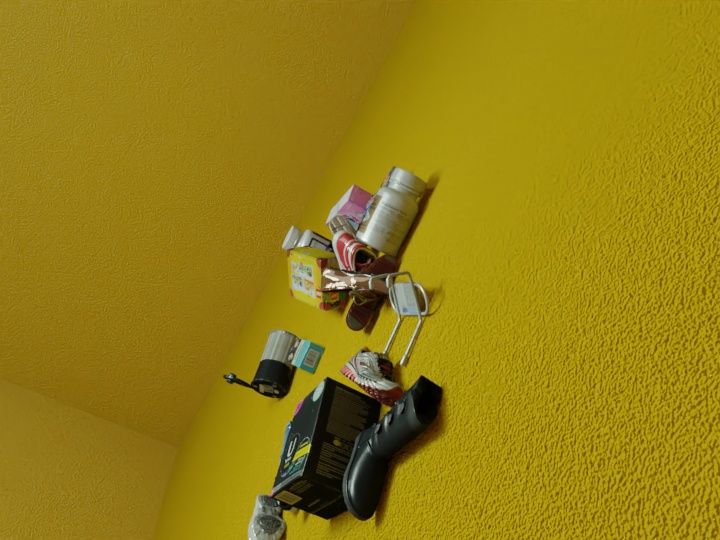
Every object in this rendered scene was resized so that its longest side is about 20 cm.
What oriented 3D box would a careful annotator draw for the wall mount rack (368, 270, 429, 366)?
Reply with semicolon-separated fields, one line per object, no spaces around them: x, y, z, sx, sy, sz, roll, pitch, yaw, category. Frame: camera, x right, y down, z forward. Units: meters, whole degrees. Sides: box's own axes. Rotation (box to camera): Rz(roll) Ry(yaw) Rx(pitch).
0.074;0.092;1.201;0.200;0.074;0.175;169;88;-73;wall mount rack

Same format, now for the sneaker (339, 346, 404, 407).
0.027;0.193;1.145;0.082;0.078;0.200;-53;25;-7;sneaker

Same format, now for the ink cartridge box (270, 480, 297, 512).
-0.152;0.448;1.427;0.200;0.043;0.200;-68;14;-15;ink cartridge box

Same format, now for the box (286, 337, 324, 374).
-0.167;0.252;1.799;0.083;0.049;0.200;-66;15;-10;box

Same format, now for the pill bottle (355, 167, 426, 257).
0.079;-0.143;1.484;0.201;0.114;0.114;-63;14;2;pill bottle

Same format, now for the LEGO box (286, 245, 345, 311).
-0.131;0.019;1.759;0.199;0.077;0.150;18;115;52;LEGO box

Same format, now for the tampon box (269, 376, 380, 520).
-0.063;0.335;1.136;0.150;0.126;0.201;-48;21;45;tampon box

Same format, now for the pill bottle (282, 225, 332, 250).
-0.154;-0.067;1.998;0.112;0.199;0.112;-56;15;25;pill bottle

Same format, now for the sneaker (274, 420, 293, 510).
-0.135;0.408;1.244;0.090;0.078;0.202;-40;-44;-65;sneaker

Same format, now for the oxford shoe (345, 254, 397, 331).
0.023;0.052;1.447;0.201;0.070;0.075;-58;-3;-6;oxford shoe

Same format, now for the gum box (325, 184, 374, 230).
-0.021;-0.177;1.894;0.200;0.113;0.067;-38;29;59;gum box

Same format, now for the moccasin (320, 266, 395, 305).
-0.004;0.042;1.370;0.074;0.200;0.078;31;-110;-67;moccasin

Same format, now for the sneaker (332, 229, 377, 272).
0.000;0.000;1.494;0.071;0.201;0.112;-37;41;-15;sneaker

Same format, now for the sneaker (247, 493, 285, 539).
-0.220;0.597;1.372;0.200;0.077;0.100;-142;72;-84;sneaker

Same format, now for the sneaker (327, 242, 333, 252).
-0.077;-0.044;1.917;0.201;0.083;0.077;-59;9;13;sneaker

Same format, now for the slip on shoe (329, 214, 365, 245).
-0.024;-0.061;1.676;0.076;0.201;0.061;-33;-20;7;slip on shoe

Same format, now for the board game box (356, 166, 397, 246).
0.068;-0.181;1.696;0.200;0.061;0.201;-38;28;60;board game box

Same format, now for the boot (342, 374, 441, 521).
0.053;0.283;0.962;0.200;0.065;0.166;-48;23;36;boot

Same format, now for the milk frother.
-0.318;0.299;1.955;0.181;0.199;0.189;-52;18;50;milk frother
